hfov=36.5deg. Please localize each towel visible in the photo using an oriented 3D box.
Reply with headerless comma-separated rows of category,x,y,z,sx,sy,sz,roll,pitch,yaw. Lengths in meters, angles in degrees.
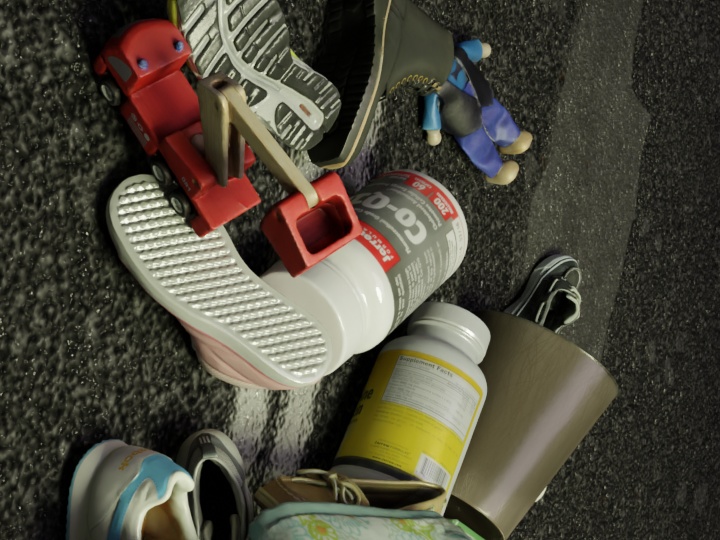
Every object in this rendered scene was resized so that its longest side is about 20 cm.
towel,0.038,0.229,0.747,0.199,0.171,0.048,12,111,-42

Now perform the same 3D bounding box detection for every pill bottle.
pill bottle,0.054,0.134,1.026,0.112,0.111,0.201,55,50,-43
pill bottle,0.000,0.000,0.933,0.200,0.113,0.115,-40,124,-48

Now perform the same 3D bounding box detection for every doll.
doll,0.111,-0.181,1.139,0.200,0.048,0.137,43,66,-41

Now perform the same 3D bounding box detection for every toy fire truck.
toy fire truck,-0.093,-0.084,0.710,0.049,0.141,0.201,-33,95,-29

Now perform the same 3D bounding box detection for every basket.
basket,0.145,0.168,1.139,0.200,0.180,0.136,-56,163,-23

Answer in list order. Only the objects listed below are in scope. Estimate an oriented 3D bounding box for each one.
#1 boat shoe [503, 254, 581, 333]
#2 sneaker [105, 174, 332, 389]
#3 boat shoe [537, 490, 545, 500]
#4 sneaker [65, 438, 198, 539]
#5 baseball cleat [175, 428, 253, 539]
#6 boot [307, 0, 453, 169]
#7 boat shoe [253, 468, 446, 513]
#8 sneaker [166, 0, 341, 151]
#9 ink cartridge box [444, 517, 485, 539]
boat shoe,0.234,0.046,1.321,0.200,0.071,0.072,-45,128,-45
sneaker,-0.119,0.020,0.811,0.200,0.105,0.075,43,63,-14
boat shoe,0.196,0.176,1.296,0.073,0.062,0.201,26,66,-28
sneaker,-0.155,0.222,0.751,0.076,0.080,0.201,-16,111,-55
baseball cleat,-0.103,0.223,0.813,0.069,0.106,0.201,-15,101,-8
boot,0.029,-0.165,0.980,0.138,0.077,0.201,29,69,-44
boat shoe,-0.003,0.184,0.860,0.200,0.073,0.063,27,93,-45
sneaker,-0.094,-0.161,0.807,0.078,0.090,0.200,-48,148,-4
ink cartridge box,0.065,0.359,1.086,0.145,0.087,0.201,44,56,-48
